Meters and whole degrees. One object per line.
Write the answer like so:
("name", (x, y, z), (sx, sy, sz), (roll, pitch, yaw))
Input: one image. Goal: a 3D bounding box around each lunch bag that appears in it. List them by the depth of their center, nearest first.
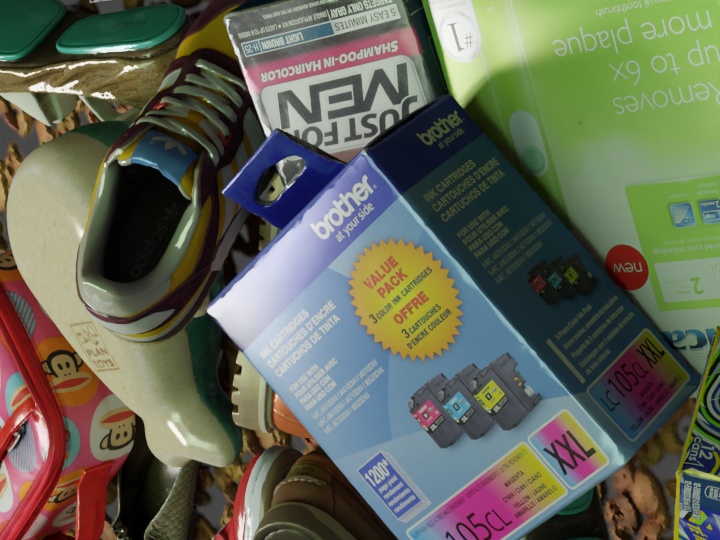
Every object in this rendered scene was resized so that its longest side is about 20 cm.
("lunch bag", (-0.213, 0.099, 1.165), (0.177, 0.082, 0.200), (59, 140, 20))

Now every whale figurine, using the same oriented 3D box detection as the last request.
("whale figurine", (-0.112, 0.011, 1.042), (0.159, 0.104, 0.201), (-12, 106, 55))

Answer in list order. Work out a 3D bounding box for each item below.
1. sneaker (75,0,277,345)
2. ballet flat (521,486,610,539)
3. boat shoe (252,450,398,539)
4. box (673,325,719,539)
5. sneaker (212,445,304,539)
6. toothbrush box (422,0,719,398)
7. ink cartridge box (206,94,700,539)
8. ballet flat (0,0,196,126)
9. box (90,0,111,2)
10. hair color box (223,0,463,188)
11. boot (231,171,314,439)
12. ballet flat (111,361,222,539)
("sneaker", (-0.080, -0.062, 0.925), (0.075, 0.201, 0.090), (18, 168, 7))
("ballet flat", (0.089, 0.130, 0.932), (0.062, 0.067, 0.201), (-17, 72, 54))
("boat shoe", (0.025, 0.182, 1.036), (0.072, 0.068, 0.200), (-19, 119, 36))
("box", (0.171, 0.104, 0.798), (0.064, 0.070, 0.200), (12, 153, 16))
("sneaker", (-0.081, 0.180, 1.122), (0.112, 0.071, 0.201), (19, 124, 29))
("toothbrush box", (0.130, -0.051, 0.816), (0.145, 0.086, 0.201), (-5, 110, 41))
("ink cartridge box", (0.027, 0.021, 0.819), (0.200, 0.076, 0.136), (50, 131, 5))
("ballet flat", (-0.161, -0.115, 1.058), (0.199, 0.068, 0.073), (7, 134, 34))
("box", (-0.076, -0.240, 0.924), (0.199, 0.050, 0.199), (0, 112, 40))
("hair color box", (0.021, -0.044, 0.879), (0.100, 0.061, 0.201), (-10, 109, 34))
("boot", (0.000, 0.000, 0.975), (0.107, 0.075, 0.201), (14, 115, 13))
("ballet flat", (-0.126, 0.103, 1.138), (0.067, 0.046, 0.201), (28, 127, 26))
